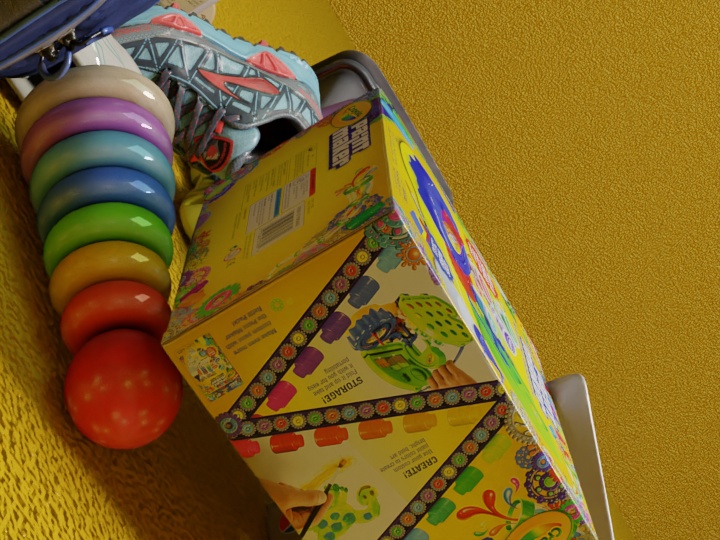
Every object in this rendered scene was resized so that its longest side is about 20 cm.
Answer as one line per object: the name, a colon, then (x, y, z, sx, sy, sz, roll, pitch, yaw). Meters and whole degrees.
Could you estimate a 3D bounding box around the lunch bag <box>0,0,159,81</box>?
lunch bag: (-0.184, -0.183, 0.598, 0.202, 0.135, 0.132, 61, 11, -1)

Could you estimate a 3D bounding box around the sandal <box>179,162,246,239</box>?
sandal: (-0.085, -0.072, 0.954, 0.080, 0.087, 0.201, 53, 11, -30)

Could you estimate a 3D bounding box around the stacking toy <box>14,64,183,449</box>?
stacking toy: (-0.123, -0.003, 0.615, 0.085, 0.085, 0.202, 48, 23, -53)

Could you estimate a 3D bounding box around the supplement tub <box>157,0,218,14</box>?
supplement tub: (-0.102, -0.260, 0.828, 0.145, 0.199, 0.145, 58, 9, -16)

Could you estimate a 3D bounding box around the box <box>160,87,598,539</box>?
box: (0.010, 0.040, 0.641, 0.194, 0.121, 0.200, 57, 11, -21)

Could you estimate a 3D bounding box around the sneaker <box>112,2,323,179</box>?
sneaker: (-0.101, -0.110, 0.824, 0.198, 0.079, 0.096, 7, 52, -35)

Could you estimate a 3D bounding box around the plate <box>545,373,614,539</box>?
plate: (0.108, 0.172, 0.768, 0.200, 0.032, 0.202, 138, -57, -76)

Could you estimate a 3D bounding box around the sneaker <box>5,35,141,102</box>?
sneaker: (-0.185, -0.151, 0.707, 0.202, 0.070, 0.080, 60, 12, -14)

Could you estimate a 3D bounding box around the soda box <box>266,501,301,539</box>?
soda box: (0.022, 0.209, 0.770, 0.201, 0.067, 0.064, 55, 11, -35)

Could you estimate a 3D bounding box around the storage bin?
storage bin: (-0.026, -0.085, 1.215, 0.201, 0.144, 0.135, 58, 37, -18)

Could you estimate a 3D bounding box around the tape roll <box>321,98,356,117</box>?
tape roll: (-0.006, -0.037, 1.038, 0.200, 0.065, 0.202, 47, -32, 42)

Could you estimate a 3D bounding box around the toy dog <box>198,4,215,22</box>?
toy dog: (-0.172, -0.286, 1.035, 0.132, 0.096, 0.200, 49, 0, 30)
